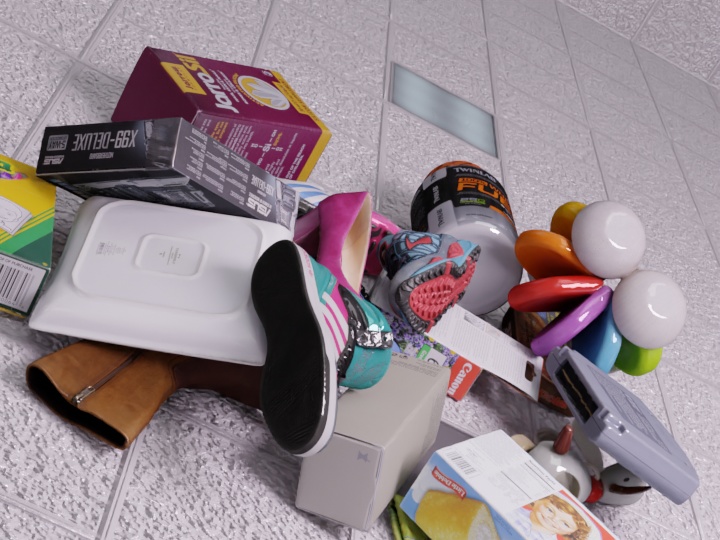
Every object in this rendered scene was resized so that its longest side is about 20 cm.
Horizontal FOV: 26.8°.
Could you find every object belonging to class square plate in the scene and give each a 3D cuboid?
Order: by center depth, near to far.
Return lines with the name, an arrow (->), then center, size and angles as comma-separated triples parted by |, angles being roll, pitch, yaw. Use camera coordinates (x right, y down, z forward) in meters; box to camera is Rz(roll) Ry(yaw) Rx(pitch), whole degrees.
square plate -> -0.164, -0.001, 1.293 | 0.196, 0.029, 0.201 | 9, 34, -1

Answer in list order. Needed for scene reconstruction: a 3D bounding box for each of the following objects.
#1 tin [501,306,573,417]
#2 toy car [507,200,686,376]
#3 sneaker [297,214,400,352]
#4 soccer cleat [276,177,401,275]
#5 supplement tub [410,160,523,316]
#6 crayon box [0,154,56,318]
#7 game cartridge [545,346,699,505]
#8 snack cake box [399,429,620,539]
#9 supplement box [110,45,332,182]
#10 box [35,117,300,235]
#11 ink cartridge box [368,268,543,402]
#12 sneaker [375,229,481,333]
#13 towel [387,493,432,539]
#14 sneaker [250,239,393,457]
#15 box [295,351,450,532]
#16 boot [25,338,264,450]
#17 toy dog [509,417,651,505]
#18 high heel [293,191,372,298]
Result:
tin -> 0.214, 0.094, 1.701 | 0.111, 0.042, 0.200 | 23, 25, -8
toy car -> 0.235, 0.034, 1.606 | 0.149, 0.175, 0.201 | -27, 84, -24
sneaker -> -0.022, 0.019, 1.498 | 0.078, 0.070, 0.200 | -39, 66, -24
soccer cleat -> -0.030, -0.059, 1.667 | 0.198, 0.070, 0.087 | 22, 26, -19
supplement tub -> 0.120, -0.044, 1.751 | 0.122, 0.123, 0.201 | 24, 25, -14
crayon box -> -0.363, -0.057, 1.289 | 0.198, 0.059, 0.173 | 22, 26, -21
game cartridge -> 0.257, 0.151, 1.472 | 0.133, 0.041, 0.200 | 32, 12, -15
snack cake box -> 0.144, 0.230, 1.265 | 0.200, 0.068, 0.115 | 43, 25, 25
supplement box -> -0.154, -0.161, 1.680 | 0.199, 0.104, 0.131 | 3, 37, -45
box -> -0.172, -0.079, 1.388 | 0.156, 0.050, 0.200 | 0, -17, 30
ink cartridge box -> 0.092, 0.080, 1.571 | 0.199, 0.051, 0.109 | 31, 24, -2
sneaker -> 0.052, 0.005, 1.538 | 0.095, 0.080, 0.200 | 22, 15, 14
towel -> 0.121, 0.259, 1.289 | 0.198, 0.023, 0.144 | 19, 27, -26
sneaker -> -0.025, 0.079, 1.228 | 0.120, 0.083, 0.201 | 33, 35, -39
box -> 0.014, 0.142, 1.303 | 0.068, 0.083, 0.200 | 17, 19, 15
boot -> -0.148, 0.092, 1.242 | 0.187, 0.069, 0.200 | 35, 25, 7
toy dog -> 0.214, 0.184, 1.451 | 0.132, 0.097, 0.199 | 39, 25, 17
high heel -> 0.000, 0.000, 1.430 | 0.200, 0.095, 0.068 | 58, -7, 50
